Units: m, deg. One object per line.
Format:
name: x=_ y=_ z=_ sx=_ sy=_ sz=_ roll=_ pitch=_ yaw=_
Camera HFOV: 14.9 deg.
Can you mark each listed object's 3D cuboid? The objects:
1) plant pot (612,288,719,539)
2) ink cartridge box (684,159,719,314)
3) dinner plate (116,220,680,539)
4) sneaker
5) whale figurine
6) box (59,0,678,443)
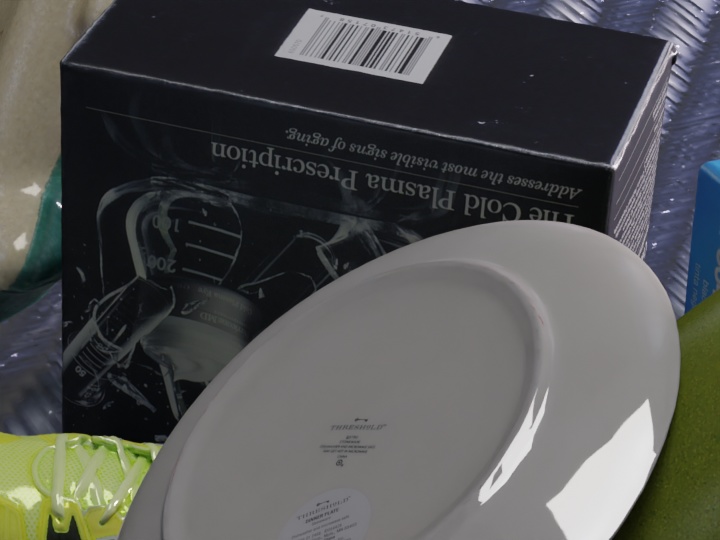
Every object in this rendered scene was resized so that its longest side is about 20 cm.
plant pot: x=0.145 y=0.077 z=0.811 sx=0.200 sy=0.193 sz=0.201 roll=29 pitch=27 yaw=-16
ink cartridge box: x=0.243 y=0.022 z=1.083 sx=0.145 sy=0.085 sz=0.200 roll=-13 pitch=36 yaw=-24
dinner plate: x=0.001 y=0.054 z=0.812 sx=0.200 sy=0.024 sz=0.201 roll=-26 pitch=35 yaw=20
sneaker: x=-0.062 y=0.080 z=0.917 sx=0.199 sy=0.077 sz=0.076 roll=14 pitch=38 yaw=-16
whale figurine: x=-0.101 y=-0.068 z=1.102 sx=0.103 sy=0.159 sz=0.201 roll=22 pitch=65 yaw=-17
box: x=0.000 y=0.000 z=1.001 sx=0.199 sy=0.183 sz=0.104 roll=11 pitch=33 yaw=13
